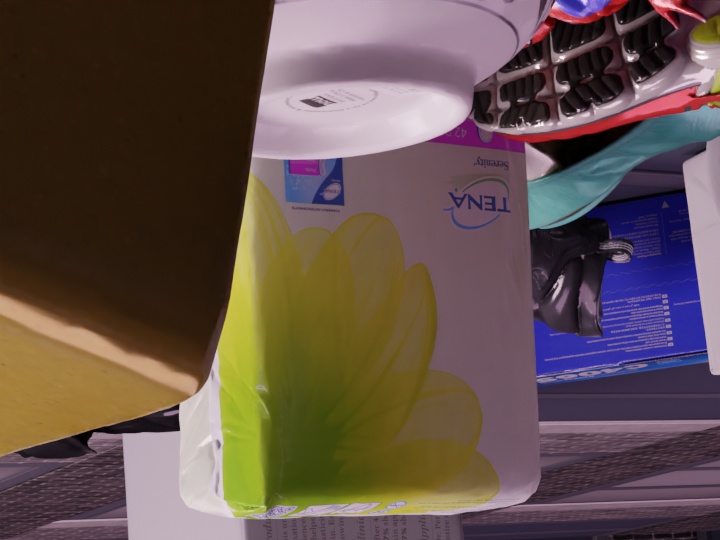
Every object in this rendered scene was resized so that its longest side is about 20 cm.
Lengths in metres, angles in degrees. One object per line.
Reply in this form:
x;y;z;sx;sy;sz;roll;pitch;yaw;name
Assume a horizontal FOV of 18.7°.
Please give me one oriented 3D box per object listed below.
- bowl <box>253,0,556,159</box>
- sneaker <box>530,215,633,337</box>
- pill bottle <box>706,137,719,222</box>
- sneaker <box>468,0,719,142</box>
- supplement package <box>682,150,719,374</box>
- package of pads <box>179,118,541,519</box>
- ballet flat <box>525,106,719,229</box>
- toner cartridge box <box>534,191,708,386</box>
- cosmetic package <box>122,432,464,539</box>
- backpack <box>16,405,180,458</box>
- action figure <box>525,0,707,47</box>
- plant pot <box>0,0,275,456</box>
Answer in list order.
-0.011;-0.093;0.720;0.199;0.095;0.201;-5;169;-1;bowl
0.076;0.010;1.232;0.113;0.076;0.200;13;159;-16;sneaker
0.265;-0.048;1.008;0.199;0.112;0.111;3;165;-36;pill bottle
0.132;-0.079;0.838;0.199;0.077;0.085;-12;147;28;sneaker
0.290;-0.015;1.151;0.199;0.121;0.121;0;166;-25;supplement package
0.000;0.000;0.897;0.154;0.201;0.068;4;170;-39;package of pads
0.102;-0.073;0.958;0.070;0.068;0.200;22;155;-23;ballet flat
0.184;0.006;1.261;0.199;0.096;0.043;-9;169;17;toner cartridge box
-0.053;0.149;1.641;0.199;0.168;0.166;4;165;-35;cosmetic package
-0.127;0.026;1.137;0.166;0.127;0.200;-13;168;17;backpack
0.116;-0.116;0.763;0.199;0.052;0.065;-16;-170;46;action figure
-0.156;-0.071;0.556;0.199;0.195;0.195;22;154;-31;plant pot
